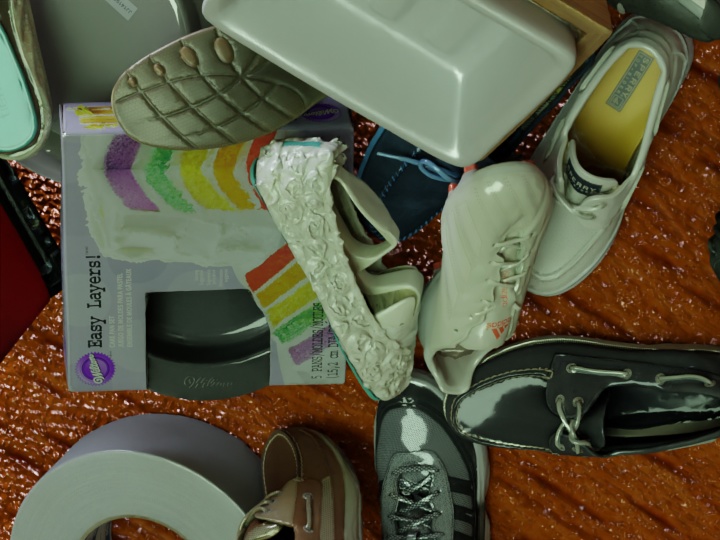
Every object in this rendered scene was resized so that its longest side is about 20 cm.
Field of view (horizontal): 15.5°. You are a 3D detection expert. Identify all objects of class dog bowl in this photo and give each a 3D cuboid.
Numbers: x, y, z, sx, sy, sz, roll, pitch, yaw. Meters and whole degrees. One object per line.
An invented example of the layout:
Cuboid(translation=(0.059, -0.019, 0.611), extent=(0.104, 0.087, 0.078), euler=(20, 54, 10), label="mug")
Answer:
Cuboid(translation=(-0.167, -0.155, 1.680), extent=(0.200, 0.059, 0.200), euler=(7, 113, 16), label="dog bowl")

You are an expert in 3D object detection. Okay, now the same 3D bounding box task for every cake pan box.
Cuboid(translation=(-0.098, -0.013, 1.669), extent=(0.184, 0.052, 0.200), euler=(0, 120, -6), label="cake pan box")

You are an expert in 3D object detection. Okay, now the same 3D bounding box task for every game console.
Cuboid(translation=(-0.285, -0.046, 1.685), extent=(0.172, 0.119, 0.200), euler=(0, 123, 54), label="game console")

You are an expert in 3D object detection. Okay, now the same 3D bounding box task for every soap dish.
Cuboid(translation=(0.024, -0.157, 1.469), extent=(0.200, 0.081, 0.157), euler=(30, 146, -11), label="soap dish")

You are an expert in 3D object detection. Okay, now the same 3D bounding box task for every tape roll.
Cuboid(translation=(-0.137, 0.201, 1.809), extent=(0.200, 0.066, 0.200), euler=(7, 114, 16), label="tape roll")

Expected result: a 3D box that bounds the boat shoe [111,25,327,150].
Cuboid(translation=(-0.055, -0.124, 1.601), extent=(0.200, 0.068, 0.072), euler=(-21, 98, -9), label="boat shoe")

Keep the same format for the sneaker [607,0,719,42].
Cuboid(translation=(0.113, -0.171, 1.541), extent=(0.200, 0.075, 0.116), euler=(39, 107, 6), label="sneaker")

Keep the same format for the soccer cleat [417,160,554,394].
Cuboid(translation=(0.077, 0.003, 1.604), extent=(0.069, 0.078, 0.200), euler=(-2, 151, -13), label="soccer cleat")

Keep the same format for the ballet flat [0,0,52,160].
Cuboid(translation=(-0.235, -0.166, 1.633), extent=(0.067, 0.062, 0.200), euler=(-9, 101, 8), label="ballet flat")

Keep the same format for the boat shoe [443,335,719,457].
Cuboid(translation=(0.146, 0.083, 1.651), extent=(0.200, 0.063, 0.073), euler=(-4, 108, 13), label="boat shoe")

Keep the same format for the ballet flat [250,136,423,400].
Cuboid(translation=(0.000, 0.000, 1.616), extent=(0.072, 0.072, 0.200), euler=(-14, 125, 24), label="ballet flat")

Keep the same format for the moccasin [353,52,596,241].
Cuboid(translation=(0.066, -0.086, 1.603), extent=(0.200, 0.080, 0.068), euler=(-54, 49, 29), label="moccasin")

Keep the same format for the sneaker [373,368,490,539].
Cuboid(translation=(0.038, 0.170, 1.706), extent=(0.075, 0.114, 0.200), euler=(-2, 110, 20), label="sneaker")

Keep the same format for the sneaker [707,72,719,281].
Cuboid(translation=(0.240, -0.030, 1.577), extent=(0.079, 0.075, 0.200), euler=(-12, 106, 26), label="sneaker")

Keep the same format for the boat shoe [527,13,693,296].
Cuboid(translation=(0.139, -0.063, 1.601), extent=(0.071, 0.070, 0.200), euler=(31, 118, 5), label="boat shoe")

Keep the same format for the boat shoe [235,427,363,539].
Cuboid(translation=(-0.041, 0.169, 1.693), extent=(0.072, 0.200, 0.076), euler=(13, 121, -23), label="boat shoe")
